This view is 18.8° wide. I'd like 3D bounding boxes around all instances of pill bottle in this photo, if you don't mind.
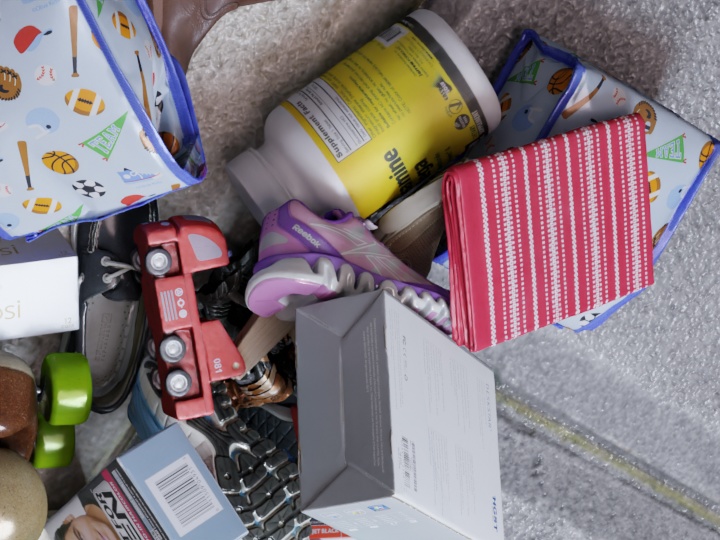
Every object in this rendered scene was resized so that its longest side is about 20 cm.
[{"bbox_3d":[0.000,-0.103,1.682,0.200,0.112,0.113,-35,122,-6],"label":"pill bottle"}]

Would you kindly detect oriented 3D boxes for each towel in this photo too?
[{"bbox_3d":[0.144,-0.031,1.649,0.200,0.022,0.145,-18,111,-35],"label":"towel"}]

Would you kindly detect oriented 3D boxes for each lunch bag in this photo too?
[{"bbox_3d":[-0.220,-0.125,1.539,0.170,0.124,0.200,-17,117,19],"label":"lunch bag"},{"bbox_3d":[0.166,-0.061,1.760,0.170,0.124,0.200,27,100,-29],"label":"lunch bag"}]

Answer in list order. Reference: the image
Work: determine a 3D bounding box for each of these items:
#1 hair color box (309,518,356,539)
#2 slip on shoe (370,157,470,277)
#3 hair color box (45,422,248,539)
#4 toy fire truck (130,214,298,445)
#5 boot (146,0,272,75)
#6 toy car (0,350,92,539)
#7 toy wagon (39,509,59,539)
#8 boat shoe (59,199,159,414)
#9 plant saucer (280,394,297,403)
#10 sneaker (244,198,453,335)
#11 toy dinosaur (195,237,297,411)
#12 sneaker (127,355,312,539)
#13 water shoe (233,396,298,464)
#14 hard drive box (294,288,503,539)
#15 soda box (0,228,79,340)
[{"bbox_3d":[-0.036,0.231,1.774,0.101,0.061,0.200,-3,149,7],"label":"hair color box"},{"bbox_3d":[0.035,-0.018,1.705,0.061,0.076,0.200,51,130,0],"label":"slip on shoe"},{"bbox_3d":[-0.167,0.196,1.659,0.061,0.200,0.099,-31,84,-30],"label":"hair color box"},{"bbox_3d":[-0.087,0.052,1.622,0.141,0.049,0.201,-11,96,-20],"label":"toy fire truck"},{"bbox_3d":[-0.083,-0.194,1.637,0.200,0.064,0.187,-20,118,-20],"label":"boot"},{"bbox_3d":[-0.281,0.172,1.606,0.164,0.200,0.158,-1,152,-18],"label":"toy car"},{"bbox_3d":[-0.239,0.290,1.793,0.155,0.040,0.201,-1,113,-24],"label":"toy wagon"},{"bbox_3d":[-0.186,0.013,1.680,0.075,0.060,0.201,-2,113,-24],"label":"boat shoe"},{"bbox_3d":[-0.001,0.161,1.843,0.200,0.039,0.202,-10,115,-21],"label":"plant saucer"},{"bbox_3d":[0.000,0.000,1.626,0.200,0.089,0.080,18,144,-38],"label":"sneaker"},{"bbox_3d":[-0.078,0.059,1.705,0.200,0.102,0.136,-34,102,-5],"label":"toy dinosaur"},{"bbox_3d":[-0.111,0.157,1.676,0.078,0.200,0.090,-22,162,-40],"label":"sneaker"},{"bbox_3d":[-0.050,0.143,1.761,0.079,0.199,0.072,25,68,-68],"label":"water shoe"},{"bbox_3d":[0.031,0.122,1.605,0.077,0.156,0.200,-12,155,24],"label":"hard drive box"},{"bbox_3d":[-0.313,0.017,1.620,0.199,0.068,0.064,-8,116,-21],"label":"soda box"}]
